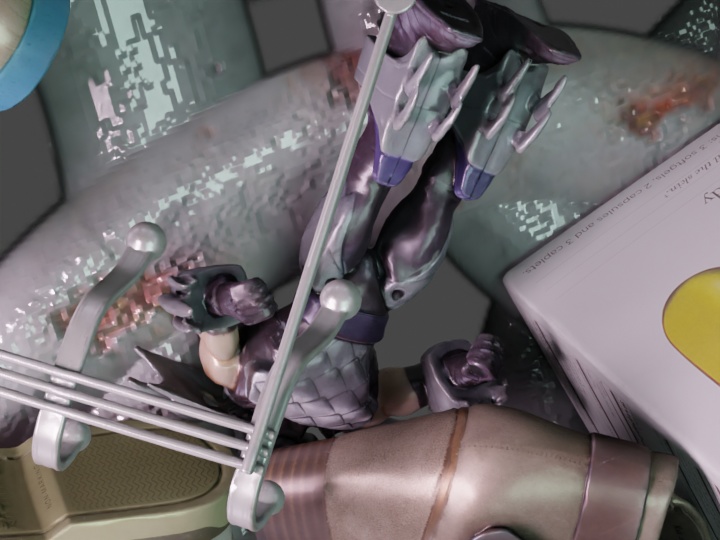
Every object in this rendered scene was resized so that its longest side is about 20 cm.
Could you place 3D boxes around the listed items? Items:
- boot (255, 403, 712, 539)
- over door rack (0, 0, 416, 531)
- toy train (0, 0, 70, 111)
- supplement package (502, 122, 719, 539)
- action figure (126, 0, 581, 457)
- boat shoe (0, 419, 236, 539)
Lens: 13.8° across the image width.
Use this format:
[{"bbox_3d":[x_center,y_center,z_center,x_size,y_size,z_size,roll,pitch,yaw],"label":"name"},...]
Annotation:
[{"bbox_3d":[0.049,0.111,1.007,0.146,0.070,0.200,3,151,15],"label":"boot"},{"bbox_3d":[-0.068,-0.035,0.936,0.148,0.067,0.200,16,95,11],"label":"over door rack"},{"bbox_3d":[-0.104,-0.147,0.789,0.116,0.085,0.200,25,87,-38],"label":"toy train"},{"bbox_3d":[0.178,0.049,1.022,0.152,0.200,0.151,-35,120,-5],"label":"supplement package"},{"bbox_3d":[0.000,0.000,1.010,0.130,0.069,0.200,13,110,-35],"label":"action figure"},{"bbox_3d":[-0.141,0.097,0.989,0.200,0.075,0.068,-1,126,-9],"label":"boat shoe"}]
